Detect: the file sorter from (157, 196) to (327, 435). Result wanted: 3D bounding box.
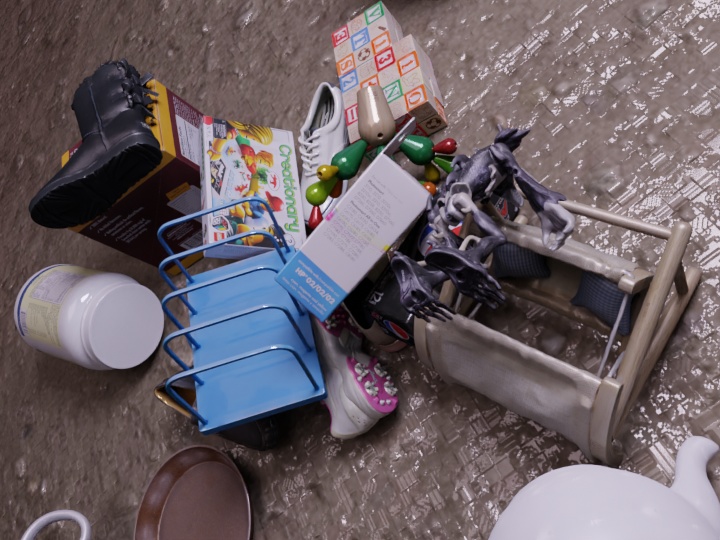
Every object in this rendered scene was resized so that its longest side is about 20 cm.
[{"bbox_3d":[-0.133,0.043,0.680,0.138,0.123,0.201,-17,56,2],"label":"file sorter"}]

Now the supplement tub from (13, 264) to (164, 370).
[{"bbox_3d":[-0.408,0.070,0.968,0.199,0.145,0.146,7,75,36],"label":"supplement tub"}]

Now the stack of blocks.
[{"bbox_3d":[0.034,-0.258,0.854,0.115,0.058,0.201,-24,59,24],"label":"stack of blocks"}]

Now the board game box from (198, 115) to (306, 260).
[{"bbox_3d":[-0.142,-0.105,0.830,0.035,0.125,0.201,-51,42,50],"label":"board game box"}]

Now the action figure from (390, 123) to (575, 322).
[{"bbox_3d":[0.101,-0.038,0.528,0.119,0.102,0.200,-34,16,46],"label":"action figure"}]

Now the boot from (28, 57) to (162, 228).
[{"bbox_3d":[-0.337,-0.163,0.806,0.198,0.073,0.163,-32,60,11],"label":"boot"}]

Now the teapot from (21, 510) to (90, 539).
[{"bbox_3d":[-0.356,0.423,0.779,0.145,0.201,0.197,-29,12,-22],"label":"teapot"}]

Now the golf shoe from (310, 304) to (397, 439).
[{"bbox_3d":[-0.033,0.103,0.745,0.092,0.075,0.201,-52,43,24],"label":"golf shoe"}]

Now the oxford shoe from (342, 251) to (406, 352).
[{"bbox_3d":[0.000,0.000,0.761,0.071,0.074,0.201,-40,54,15],"label":"oxford shoe"}]

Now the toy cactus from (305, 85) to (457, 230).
[{"bbox_3d":[0.023,-0.133,0.750,0.198,0.102,0.166,-13,88,7],"label":"toy cactus"}]

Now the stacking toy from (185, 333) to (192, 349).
[{"bbox_3d":[-0.118,0.041,0.824,0.109,0.116,0.201,6,61,37],"label":"stacking toy"}]

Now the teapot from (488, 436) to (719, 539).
[{"bbox_3d":[0.176,0.228,0.501,0.146,0.198,0.199,-95,16,-67],"label":"teapot"}]

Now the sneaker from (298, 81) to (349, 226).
[{"bbox_3d":[-0.057,-0.158,0.868,0.073,0.071,0.202,-3,71,33],"label":"sneaker"}]

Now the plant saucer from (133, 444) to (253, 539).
[{"bbox_3d":[-0.202,0.321,0.794,0.199,0.034,0.202,-14,63,29],"label":"plant saucer"}]

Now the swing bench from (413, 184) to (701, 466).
[{"bbox_3d":[0.171,0.040,0.592,0.198,0.130,0.201,23,84,37],"label":"swing bench"}]

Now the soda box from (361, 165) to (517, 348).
[{"bbox_3d":[0.089,-0.018,0.680,0.063,0.071,0.201,21,69,38],"label":"soda box"}]

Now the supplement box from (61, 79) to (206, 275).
[{"bbox_3d":[-0.283,-0.123,0.927,0.197,0.200,0.133,-31,56,20],"label":"supplement box"}]

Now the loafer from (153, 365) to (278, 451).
[{"bbox_3d":[-0.181,0.179,0.802,0.199,0.072,0.073,13,107,42],"label":"loafer"}]

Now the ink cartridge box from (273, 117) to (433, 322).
[{"bbox_3d":[0.011,-0.052,0.645,0.068,0.115,0.200,41,100,-1],"label":"ink cartridge box"}]
